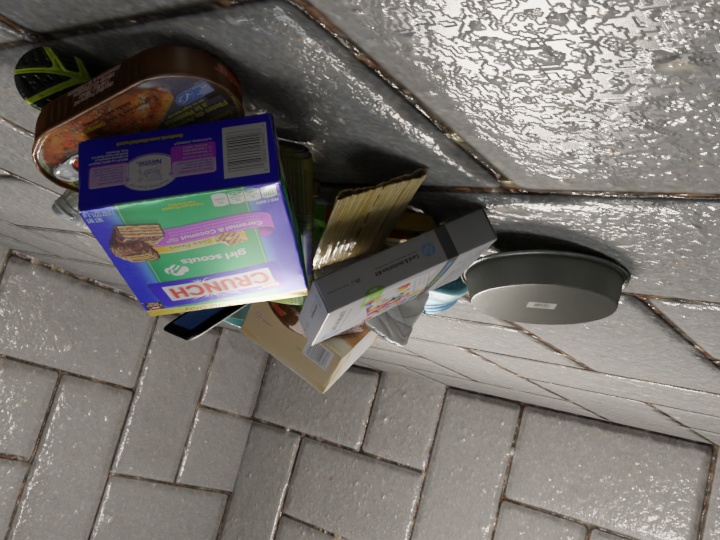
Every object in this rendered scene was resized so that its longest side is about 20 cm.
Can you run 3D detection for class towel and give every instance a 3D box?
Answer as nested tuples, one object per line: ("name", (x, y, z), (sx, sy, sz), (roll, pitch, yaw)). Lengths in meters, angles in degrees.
("towel", (-0.113, -0.055, 0.868), (0.141, 0.023, 0.203), (11, 126, 15))

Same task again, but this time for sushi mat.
("sushi mat", (0.002, -0.049, 0.847), (0.094, 0.012, 0.200), (-15, 164, -17))

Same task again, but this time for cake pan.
("cake pan", (0.216, 0.025, 0.963), (0.196, 0.037, 0.201), (6, 162, 2))

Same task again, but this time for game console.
("game console", (-0.178, -0.006, 1.034), (0.114, 0.179, 0.199), (2, 179, -22))

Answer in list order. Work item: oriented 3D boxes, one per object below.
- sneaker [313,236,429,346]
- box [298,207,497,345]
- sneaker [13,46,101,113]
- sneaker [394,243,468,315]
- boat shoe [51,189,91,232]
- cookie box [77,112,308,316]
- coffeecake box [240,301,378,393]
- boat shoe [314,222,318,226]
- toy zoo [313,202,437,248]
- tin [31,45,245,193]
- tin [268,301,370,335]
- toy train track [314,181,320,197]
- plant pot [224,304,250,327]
("sneaker", (0.000, 0.000, 0.989), (0.199, 0.100, 0.078), (38, 176, -19))
("box", (0.035, 0.010, 0.881), (0.197, 0.042, 0.156), (-22, 168, -16))
("sneaker", (-0.234, -0.151, 0.786), (0.199, 0.076, 0.076), (31, 175, -29))
("sneaker", (0.050, 0.009, 1.094), (0.197, 0.081, 0.131), (16, 163, 6))
("boat shoe", (-0.293, -0.053, 0.969), (0.075, 0.065, 0.202), (49, 174, 19))
("cookie box", (-0.142, -0.042, 0.743), (0.168, 0.076, 0.201), (-8, 152, 0))
("coffeecake box", (-0.057, 0.068, 1.203), (0.152, 0.074, 0.200), (35, -150, 10))
("boat shoe", (-0.030, -0.020, 1.127), (0.198, 0.064, 0.073), (20, 169, -23))
("toy zoo", (0.014, -0.048, 0.975), (0.196, 0.021, 0.131), (6, 170, 3))
("tin", (-0.190, -0.124, 0.697), (0.197, 0.042, 0.112), (-20, 146, 21))
("tin", (-0.041, 0.041, 1.132), (0.198, 0.042, 0.112), (-3, -141, -45))
("toy train track", (-0.144, -0.110, 0.927), (0.197, 0.033, 0.115), (17, 169, 3))
("plant pot", (-0.135, 0.046, 1.424), (0.197, 0.137, 0.200), (15, 169, 3))
